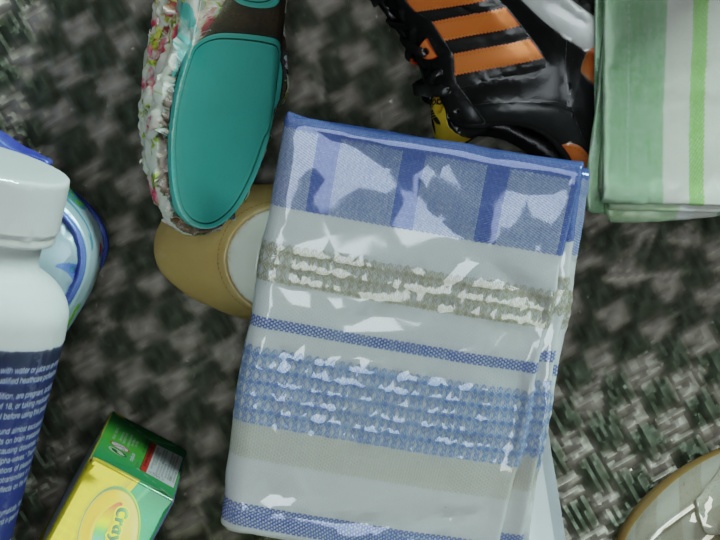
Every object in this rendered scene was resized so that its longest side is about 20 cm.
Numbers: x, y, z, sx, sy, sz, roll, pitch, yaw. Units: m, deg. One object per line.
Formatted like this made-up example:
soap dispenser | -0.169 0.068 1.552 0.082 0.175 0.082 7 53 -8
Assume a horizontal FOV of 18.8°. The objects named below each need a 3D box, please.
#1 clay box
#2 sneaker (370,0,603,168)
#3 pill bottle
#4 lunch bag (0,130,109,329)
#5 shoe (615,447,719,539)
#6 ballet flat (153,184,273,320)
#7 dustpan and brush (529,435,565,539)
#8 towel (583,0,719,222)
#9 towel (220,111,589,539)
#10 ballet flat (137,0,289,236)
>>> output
clay box | -0.148 0.172 1.015 0.047 0.115 0.201 27 95 -4
sneaker | 0.045 -0.105 1.008 0.199 0.070 0.090 33 85 -6
pill bottle | -0.187 0.047 0.922 0.110 0.111 0.201 16 100 -2
lunch bag | -0.227 -0.013 1.011 0.199 0.082 0.161 34 97 -3
shoe | 0.215 0.109 1.045 0.199 0.053 0.070 -23 96 1
ballet flat | 0.000 0.000 1.025 0.199 0.063 0.069 11 89 -2
dustpan and brush | 0.000 0.132 1.040 0.199 0.057 0.141 -10 96 0
towel | 0.198 -0.098 1.009 0.199 0.023 0.154 0 94 -20
towel | 0.020 0.036 0.989 0.146 0.024 0.201 8 103 -4
ballet flat | -0.070 -0.118 1.016 0.075 0.064 0.201 9 92 -38
